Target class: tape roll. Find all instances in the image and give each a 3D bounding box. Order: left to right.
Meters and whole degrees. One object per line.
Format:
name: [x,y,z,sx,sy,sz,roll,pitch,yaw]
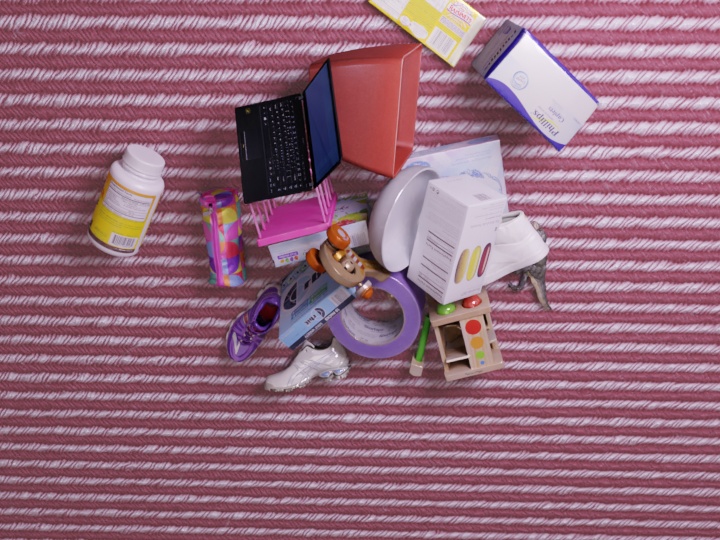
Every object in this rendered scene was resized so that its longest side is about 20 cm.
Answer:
tape roll: [0.032,0.071,1.544,0.194,0.085,0.205,6,119,11]

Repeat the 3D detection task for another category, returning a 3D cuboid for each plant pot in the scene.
plant pot: [0.004,-0.299,1.360,0.171,0.200,0.206,9,114,12]

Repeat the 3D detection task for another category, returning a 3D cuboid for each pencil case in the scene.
pencil case: [-0.276,-0.066,1.517,0.086,0.089,0.205,-3,114,3]

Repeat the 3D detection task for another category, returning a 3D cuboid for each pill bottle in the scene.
pill bottle: [-0.451,-0.137,1.477,0.107,0.110,0.203,26,111,-9]

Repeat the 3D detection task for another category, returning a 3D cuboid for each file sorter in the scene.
file sorter: [-0.128,-0.151,1.414,0.135,0.201,0.129,-12,110,7]

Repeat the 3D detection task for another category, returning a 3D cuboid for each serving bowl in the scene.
serving bowl: [0.073,-0.104,1.402,0.065,0.198,0.205,27,116,26]

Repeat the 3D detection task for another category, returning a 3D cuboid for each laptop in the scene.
laptop: [-0.124,-0.228,1.262,0.194,0.103,0.183,-10,75,8]

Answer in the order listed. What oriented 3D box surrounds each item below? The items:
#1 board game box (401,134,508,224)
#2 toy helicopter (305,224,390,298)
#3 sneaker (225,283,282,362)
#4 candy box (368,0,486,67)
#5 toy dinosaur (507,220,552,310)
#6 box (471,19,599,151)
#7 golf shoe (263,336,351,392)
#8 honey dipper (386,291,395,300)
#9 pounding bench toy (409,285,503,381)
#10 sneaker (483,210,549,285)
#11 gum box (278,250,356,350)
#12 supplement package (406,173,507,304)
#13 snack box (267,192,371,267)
board game box: [0.188,-0.145,1.488,0.194,0.044,0.204,-10,115,6]
toy helicopter: [0.000,0.000,1.368,0.079,0.198,0.134,-44,64,22]
sneaker: [-0.224,0.116,1.591,0.080,0.084,0.202,31,112,-11]
candy box: [0.120,-0.469,1.364,0.198,0.027,0.103,34,107,-12]
toy dinosaur: [0.345,0.005,1.549,0.086,0.048,0.205,-12,115,-1]
box: [0.300,-0.328,1.323,0.183,0.201,0.105,38,109,-14]
golf shoe: [-0.121,0.200,1.641,0.195,0.078,0.100,-16,95,2]
honey dipper: [0.072,-0.032,1.549,0.037,0.038,0.205,3,117,0]
pounding bench toy: [0.178,0.124,1.559,0.195,0.125,0.160,-15,112,8]
sneaker: [0.254,-0.047,1.478,0.197,0.074,0.117,-27,109,32]
gum box: [-0.086,0.036,1.484,0.169,0.202,0.044,-40,116,19]
supplement package: [0.177,-0.059,1.414,0.112,0.109,0.205,-14,127,-38]
snack box: [-0.075,-0.080,1.471,0.194,0.143,0.054,-14,115,7]
